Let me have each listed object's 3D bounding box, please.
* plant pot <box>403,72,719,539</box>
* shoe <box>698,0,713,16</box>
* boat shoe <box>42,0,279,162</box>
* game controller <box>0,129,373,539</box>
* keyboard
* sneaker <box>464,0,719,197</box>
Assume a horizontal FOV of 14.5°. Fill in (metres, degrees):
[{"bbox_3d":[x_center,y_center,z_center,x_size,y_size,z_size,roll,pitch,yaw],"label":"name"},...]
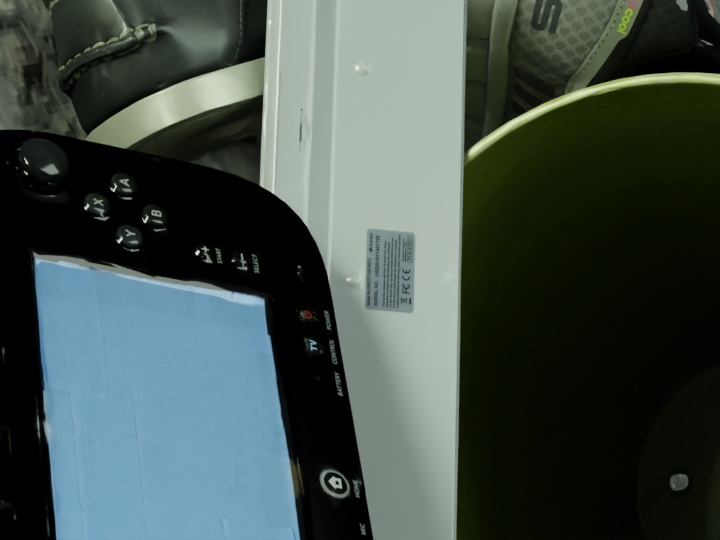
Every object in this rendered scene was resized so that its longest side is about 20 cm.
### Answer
[{"bbox_3d":[0.107,0.058,0.836,0.188,0.186,0.200,65,10,17],"label":"plant pot"},{"bbox_3d":[0.098,-0.071,1.038,0.200,0.091,0.072,4,57,-60],"label":"shoe"},{"bbox_3d":[-0.027,-0.078,0.841,0.068,0.072,0.200,60,28,6],"label":"boat shoe"},{"bbox_3d":[-0.047,0.049,0.663,0.104,0.042,0.201,5,49,-17],"label":"game controller"},{"bbox_3d":[0.000,0.000,0.753,0.056,0.011,0.202,7,72,-16],"label":"keyboard"},{"bbox_3d":[0.075,-0.041,0.885,0.200,0.087,0.074,81,25,-54],"label":"sneaker"}]
